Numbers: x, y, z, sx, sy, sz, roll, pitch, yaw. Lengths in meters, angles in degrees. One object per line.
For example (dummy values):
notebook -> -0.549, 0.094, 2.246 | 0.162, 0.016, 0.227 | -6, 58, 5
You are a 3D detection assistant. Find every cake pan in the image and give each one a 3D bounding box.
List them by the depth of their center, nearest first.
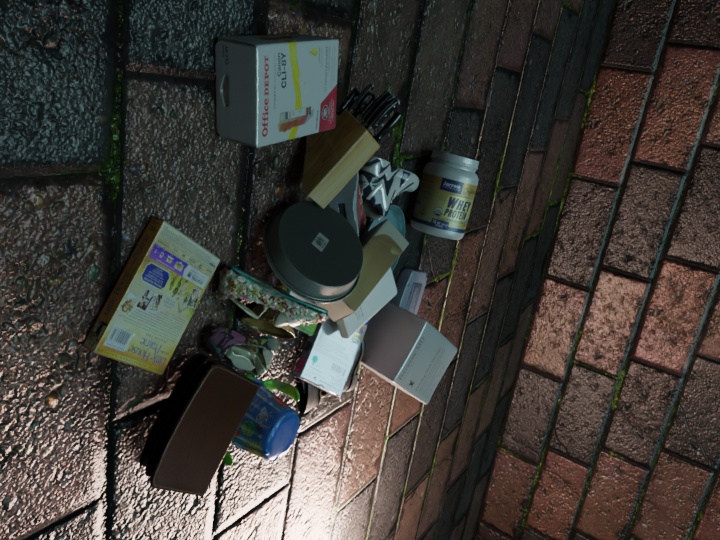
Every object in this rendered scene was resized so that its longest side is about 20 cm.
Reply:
cake pan -> -0.076, -0.040, 1.064 | 0.200, 0.201, 0.037 | -38, 177, -44

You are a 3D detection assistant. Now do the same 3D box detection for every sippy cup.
sippy cup -> -0.189, 0.283, 1.114 | 0.180, 0.129, 0.140 | -61, 149, -15

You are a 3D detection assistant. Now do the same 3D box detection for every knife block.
knife block -> -0.009, -0.221, 1.052 | 0.064, 0.173, 0.204 | 33, 57, -60

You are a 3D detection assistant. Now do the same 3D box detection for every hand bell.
hand bell -> -0.142, 0.013, 1.104 | 0.104, 0.102, 0.203 | 49, 52, -58

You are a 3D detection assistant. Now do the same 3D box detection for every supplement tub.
supplement tub -> 0.216, -0.192, 1.513 | 0.144, 0.143, 0.204 | -5, 112, -59

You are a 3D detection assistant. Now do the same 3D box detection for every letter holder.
letter holder -> -0.279, 0.241, 0.967 | 0.202, 0.099, 0.142 | -64, 149, -12

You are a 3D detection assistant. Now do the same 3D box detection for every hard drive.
hard drive -> 0.006, 0.039, 1.304 | 0.199, 0.026, 0.134 | -38, 119, -44

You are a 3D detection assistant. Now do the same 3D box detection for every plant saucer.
plant saucer -> 0.046, -0.060, 1.419 | 0.200, 0.027, 0.203 | -39, 139, -44

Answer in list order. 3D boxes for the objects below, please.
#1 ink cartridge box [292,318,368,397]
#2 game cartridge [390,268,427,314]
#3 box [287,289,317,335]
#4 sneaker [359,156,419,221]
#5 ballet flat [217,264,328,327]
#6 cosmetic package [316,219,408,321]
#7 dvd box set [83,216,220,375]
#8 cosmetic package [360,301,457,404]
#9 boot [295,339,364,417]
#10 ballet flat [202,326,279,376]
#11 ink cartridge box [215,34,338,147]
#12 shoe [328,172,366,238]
ink cartridge box -> -0.058, 0.158, 1.299 | 0.119, 0.042, 0.203 | 33, 73, -33
game cartridge -> 0.121, 0.094, 1.636 | 0.133, 0.040, 0.203 | 5, 102, -64
box -> -0.102, 0.020, 1.205 | 0.144, 0.036, 0.203 | 38, 72, -60
sneaker -> 0.051, -0.167, 1.310 | 0.198, 0.079, 0.132 | 9, 100, -61
ballet flat -> -0.151, 0.057, 1.009 | 0.065, 0.197, 0.076 | -65, -172, -2
cosmetic package -> 0.000, 0.000, 1.186 | 0.201, 0.071, 0.105 | -50, -170, -28
dvd box set -> -0.299, 0.042, 0.878 | 0.203, 0.029, 0.146 | -66, 152, -11
cosmetic package -> 0.107, 0.203, 1.499 | 0.169, 0.165, 0.200 | -59, 139, -8
boot -> -0.073, 0.218, 1.346 | 0.173, 0.068, 0.204 | -12, 111, -48
ballet flat -> -0.201, 0.150, 1.066 | 0.069, 0.072, 0.199 | -42, 152, 10
ink cartridge box -> -0.124, -0.284, 0.928 | 0.199, 0.082, 0.148 | -30, 132, -50
shoe -> -0.030, -0.144, 1.201 | 0.091, 0.070, 0.204 | -61, 147, -76
